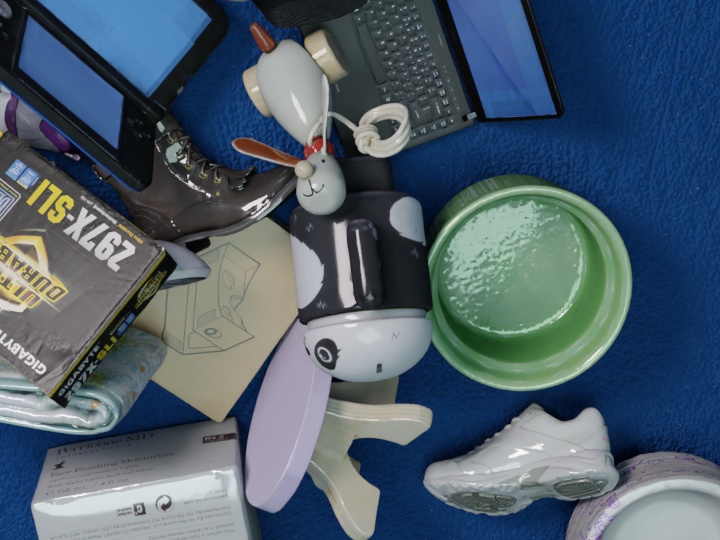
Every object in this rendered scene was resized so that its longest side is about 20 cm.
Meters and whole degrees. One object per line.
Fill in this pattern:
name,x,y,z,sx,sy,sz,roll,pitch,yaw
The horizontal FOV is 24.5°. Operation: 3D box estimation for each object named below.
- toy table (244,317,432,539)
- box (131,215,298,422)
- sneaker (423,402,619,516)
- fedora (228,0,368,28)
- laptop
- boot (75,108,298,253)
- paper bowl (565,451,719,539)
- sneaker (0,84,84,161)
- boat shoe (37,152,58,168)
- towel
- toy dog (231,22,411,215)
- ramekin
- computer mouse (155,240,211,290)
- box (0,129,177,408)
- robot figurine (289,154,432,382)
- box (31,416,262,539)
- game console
toy table,-0.027,0.150,1.568,0.117,0.184,0.201,25,63,-20
box,-0.145,0.025,1.595,0.163,0.021,0.200,34,101,-12
sneaker,0.159,0.184,1.650,0.199,0.100,0.078,-10,146,18
fedora,-0.036,-0.276,1.448,0.200,0.201,0.092,-29,128,5
laptop,0.059,-0.195,1.503,0.199,0.103,0.178,-20,107,1
boot,-0.162,-0.107,1.515,0.199,0.069,0.175,-27,94,13
paper bowl,0.305,0.279,1.669,0.200,0.104,0.201,-2,108,-5
sneaker,-0.270,-0.196,1.474,0.087,0.074,0.201,18,124,10
boat shoe,-0.305,-0.073,1.513,0.199,0.072,0.071,18,102,3
towel,-0.292,0.085,1.508,0.199,0.171,0.048,9,112,6
toy dog,-0.057,-0.148,1.456,0.132,0.200,0.096,-44,133,3
ramekin,0.150,0.005,1.575,0.199,0.098,0.201,-1,108,-4
computer mouse,-0.224,0.004,1.502,0.199,0.110,0.044,-13,83,27
box,-0.283,-0.004,1.432,0.200,0.049,0.160,36,80,19
robot figurine,-0.002,0.000,1.491,0.124,0.150,0.201,-12,80,33
box,-0.198,0.270,1.610,0.198,0.131,0.201,-10,107,-1
game console,-0.214,-0.198,1.400,0.118,0.171,0.200,-36,122,22
